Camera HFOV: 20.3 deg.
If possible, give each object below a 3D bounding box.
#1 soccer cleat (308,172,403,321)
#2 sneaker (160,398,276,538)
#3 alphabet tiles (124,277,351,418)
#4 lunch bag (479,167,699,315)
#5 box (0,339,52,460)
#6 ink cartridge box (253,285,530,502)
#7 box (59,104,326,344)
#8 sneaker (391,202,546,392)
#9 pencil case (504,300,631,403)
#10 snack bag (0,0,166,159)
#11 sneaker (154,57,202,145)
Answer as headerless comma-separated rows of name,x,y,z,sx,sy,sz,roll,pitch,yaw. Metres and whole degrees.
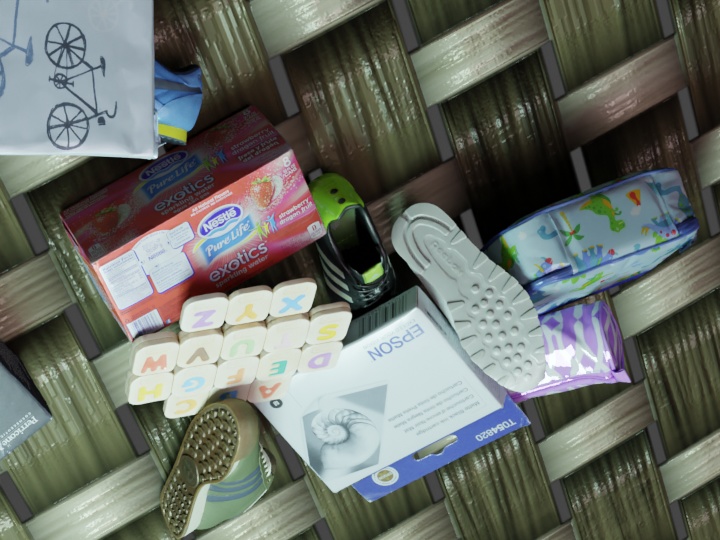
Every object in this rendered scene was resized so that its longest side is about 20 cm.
soccer cleat,0.000,0.000,1.844,0.067,0.081,0.201,-31,128,-9
sneaker,-0.116,0.175,1.870,0.089,0.067,0.201,-13,150,-34
alphabet tiles,-0.107,0.073,1.765,0.198,0.015,0.196,-10,149,-19
lunch bag,0.211,-0.022,1.903,0.199,0.161,0.083,-20,81,-22
box,-0.395,0.106,1.677,0.200,0.104,0.182,-39,130,-2
ink cartridge box,0.029,0.132,1.895,0.199,0.041,0.200,-29,121,22
box,-0.143,-0.041,1.732,0.199,0.096,0.100,-30,129,-9
sneaker,0.106,0.026,1.845,0.076,0.201,0.081,-34,166,-1
pencil case,0.157,0.092,1.936,0.199,0.086,0.084,-19,136,19
snack bag,-0.250,-0.183,1.582,0.198,0.021,0.190,-1,89,-26
sneaker,-0.220,-0.163,1.646,0.199,0.066,0.079,14,91,-31
